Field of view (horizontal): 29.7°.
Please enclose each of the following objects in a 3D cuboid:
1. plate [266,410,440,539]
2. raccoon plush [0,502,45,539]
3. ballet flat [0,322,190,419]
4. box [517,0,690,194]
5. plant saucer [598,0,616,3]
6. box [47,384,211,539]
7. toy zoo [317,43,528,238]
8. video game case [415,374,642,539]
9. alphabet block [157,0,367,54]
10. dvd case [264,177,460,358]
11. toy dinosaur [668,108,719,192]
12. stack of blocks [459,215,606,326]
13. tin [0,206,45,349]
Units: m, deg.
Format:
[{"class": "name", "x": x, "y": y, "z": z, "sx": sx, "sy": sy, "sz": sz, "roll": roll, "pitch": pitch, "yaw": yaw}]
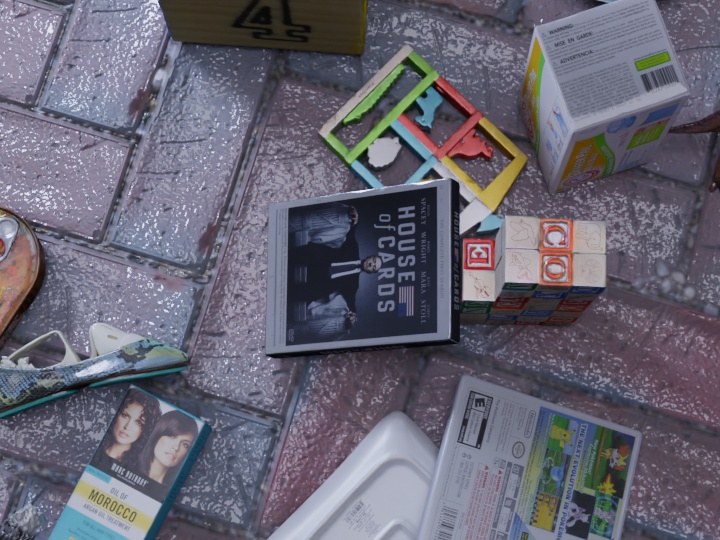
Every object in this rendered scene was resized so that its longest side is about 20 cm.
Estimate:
[{"class": "plate", "x": 0.035, "y": 0.264, "z": 1.251, "sx": 0.200, "sy": 0.032, "sz": 0.200, "roll": 44, "pitch": 82, "yaw": 9}, {"class": "raccoon plush", "x": -0.336, "y": 0.322, "z": 1.207, "sx": 0.199, "sy": 0.097, "sz": 0.134, "roll": -38, "pitch": 87, "yaw": 0}, {"class": "ballet flat", "x": -0.261, "y": 0.084, "z": 1.270, "sx": 0.198, "sy": 0.074, "sz": 0.075, "roll": -14, "pitch": 78, "yaw": -4}, {"class": "box", "x": 0.217, "y": -0.158, "z": 1.254, "sx": 0.111, "sy": 0.200, "sz": 0.102, "roll": -18, "pitch": 78, "yaw": -2}, {"class": "plant saucer", "x": 0.262, "y": -0.359, "z": 1.380, "sx": 0.198, "sy": 0.036, "sz": 0.202, "roll": 0, "pitch": 79, "yaw": 0}, {"class": "box", "x": -0.221, "y": 0.214, "z": 1.254, "sx": 0.082, "sy": 0.049, "sz": 0.201, "roll": 26, "pitch": 80, "yaw": 6}, {"class": "toy zoo", "x": 0.072, "y": -0.110, "z": 1.336, "sx": 0.200, "sy": 0.020, "sz": 0.131, "roll": 44, "pitch": 81, "yaw": 8}, {"class": "video game case", "x": 0.152, "y": 0.216, "z": 1.242, "sx": 0.181, "sy": 0.022, "sz": 0.202, "roll": 18, "pitch": 69, "yaw": -2}, {"class": "alphabet block", "x": -0.087, "y": -0.333, "z": 1.297, "sx": 0.198, "sy": 0.196, "sz": 0.197, "roll": 3, "pitch": 79, "yaw": 1}, {"class": "dvd case", "x": 0.000, "y": 0.000, "z": 1.265, "sx": 0.198, "sy": 0.025, "sz": 0.152, "roll": -7, "pitch": 75, "yaw": 30}, {"class": "toy dinosaur", "x": 0.392, "y": -0.110, "z": 1.275, "sx": 0.199, "sy": 0.136, "sz": 0.086, "roll": 35, "pitch": 80, "yaw": 8}, {"class": "stack of blocks", "x": 0.147, "y": 0.004, "z": 1.219, "sx": 0.114, "sy": 0.200, "sz": 0.059, "roll": 2, "pitch": 78, "yaw": 0}, {"class": "tin", "x": -0.383, "y": 0.032, "z": 1.301, "sx": 0.111, "sy": 0.042, "sz": 0.201, "roll": 32, "pitch": 80, "yaw": 3}]
